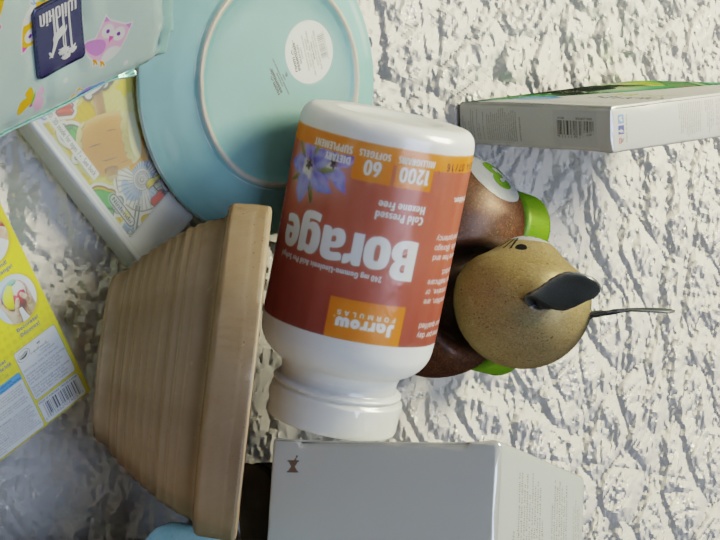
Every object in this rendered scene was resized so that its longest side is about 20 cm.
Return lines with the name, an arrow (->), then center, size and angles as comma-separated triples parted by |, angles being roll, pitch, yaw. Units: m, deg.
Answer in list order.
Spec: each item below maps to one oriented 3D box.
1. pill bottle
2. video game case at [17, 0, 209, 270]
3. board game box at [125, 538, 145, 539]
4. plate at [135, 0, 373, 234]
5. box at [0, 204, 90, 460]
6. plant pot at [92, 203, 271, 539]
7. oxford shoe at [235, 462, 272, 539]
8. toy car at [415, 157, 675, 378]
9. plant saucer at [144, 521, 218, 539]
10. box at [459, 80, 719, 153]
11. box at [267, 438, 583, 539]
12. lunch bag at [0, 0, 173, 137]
pill bottle -> 0.000, 0.000, 1.202 | 0.112, 0.112, 0.200 | 2, 103, -43
video game case -> -0.136, -0.131, 1.169 | 0.182, 0.023, 0.200 | -53, 126, -26
board game box -> -0.172, 0.265, 1.138 | 0.134, 0.034, 0.200 | 6, 92, -58
plate -> -0.057, -0.121, 1.214 | 0.200, 0.026, 0.201 | -6, 99, -43
box -> -0.243, 0.015, 1.069 | 0.117, 0.048, 0.200 | -38, 121, -34
plant pot -> -0.108, 0.056, 1.138 | 0.093, 0.201, 0.201 | 6, 90, -4
oxford shoe -> -0.087, 0.223, 1.225 | 0.084, 0.073, 0.200 | 6, 78, -41
toy car -> 0.106, 0.003, 1.289 | 0.164, 0.200, 0.158 | 15, 84, -43
plant saucer -> -0.080, 0.244, 1.116 | 0.201, 0.039, 0.201 | 49, 19, -23
box -> 0.192, -0.115, 1.397 | 0.200, 0.144, 0.036 | -9, 102, -43
box -> 0.046, 0.173, 1.232 | 0.200, 0.152, 0.107 | 29, 62, -65
lunch bag -> -0.202, -0.175, 1.026 | 0.170, 0.122, 0.200 | -34, 108, -36
